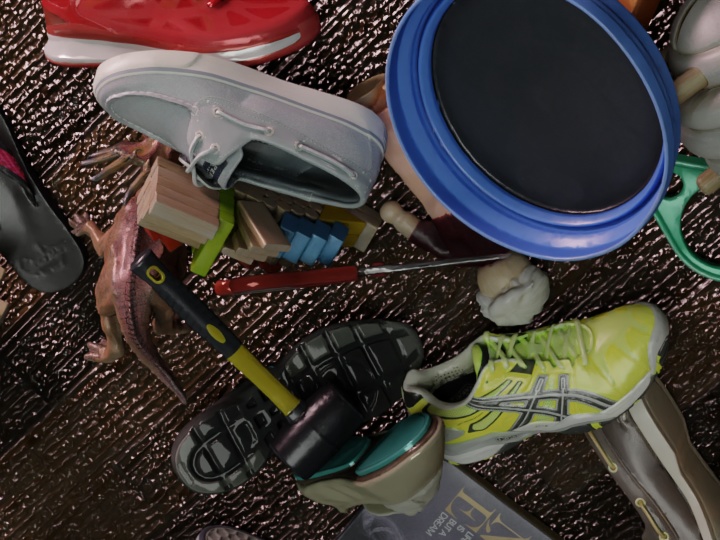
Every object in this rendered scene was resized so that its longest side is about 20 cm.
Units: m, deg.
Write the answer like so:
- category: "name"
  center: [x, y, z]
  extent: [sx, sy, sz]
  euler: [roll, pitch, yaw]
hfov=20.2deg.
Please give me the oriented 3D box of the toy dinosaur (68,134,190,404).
- category: "toy dinosaur"
  center: [-0.153, -0.013, 1.403]
  extent: [0.085, 0.201, 0.136]
  euler: [0, 155, -13]

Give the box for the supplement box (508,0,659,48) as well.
- category: "supplement box"
  center: [0.094, -0.206, 1.289]
  extent: [0.199, 0.069, 0.067]
  euler: [26, 99, 16]

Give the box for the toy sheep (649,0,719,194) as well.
- category: "toy sheep"
  center: [0.250, -0.119, 1.278]
  extent: [0.137, 0.138, 0.200]
  euler: [-27, 120, 21]

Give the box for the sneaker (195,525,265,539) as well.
- category: "sneaker"
  center: [-0.072, 0.299, 1.546]
  extent: [0.202, 0.077, 0.146]
  euler: [37, 112, -5]

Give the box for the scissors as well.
- category: "scissors"
  center: [0.000, 0.000, 1.380]
  extent: [0.198, 0.073, 0.014]
  euler: [-8, 86, -8]

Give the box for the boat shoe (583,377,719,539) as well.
- category: "boat shoe"
  center: [0.222, 0.167, 1.432]
  extent: [0.059, 0.072, 0.201]
  euler: [-26, 100, 27]

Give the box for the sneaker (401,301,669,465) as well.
- category: "sneaker"
  center: [0.120, 0.073, 1.402]
  extent: [0.199, 0.076, 0.076]
  euler: [-27, 135, 19]

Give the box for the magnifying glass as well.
- category: "magnifying glass"
  center: [0.203, -0.063, 1.371]
  extent: [0.199, 0.022, 0.080]
  euler: [35, 115, -2]

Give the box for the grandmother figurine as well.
- category: "grandmother figurine"
  center: [0.071, -0.048, 1.390]
  extent: [0.121, 0.061, 0.201]
  euler: [-13, 113, 46]

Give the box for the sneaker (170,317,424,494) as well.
- category: "sneaker"
  center: [-0.049, 0.088, 1.464]
  extent: [0.199, 0.079, 0.076]
  euler: [-27, 99, 0]

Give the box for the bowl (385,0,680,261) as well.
- category: "bowl"
  center: [0.109, -0.101, 1.267]
  extent: [0.200, 0.039, 0.202]
  euler: [21, 133, 25]

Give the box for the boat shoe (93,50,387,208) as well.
- category: "boat shoe"
  center: [-0.082, -0.089, 1.333]
  extent: [0.199, 0.072, 0.070]
  euler: [14, 148, -3]

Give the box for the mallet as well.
- category: "mallet"
  center: [-0.074, 0.053, 1.383]
  extent: [0.066, 0.041, 0.200]
  euler: [-38, 109, -4]

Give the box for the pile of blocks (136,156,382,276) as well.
- category: "pile of blocks"
  center: [-0.071, -0.018, 1.378]
  extent: [0.199, 0.082, 0.062]
  euler: [7, 126, -37]

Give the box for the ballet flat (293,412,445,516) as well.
- category: "ballet flat"
  center: [0.020, 0.143, 1.426]
  extent: [0.070, 0.069, 0.200]
  euler: [51, 156, -10]

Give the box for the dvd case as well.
- category: "dvd case"
  center: [0.083, 0.234, 1.519]
  extent: [0.200, 0.016, 0.149]
  euler: [37, 114, -4]

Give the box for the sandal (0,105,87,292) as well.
- category: "sandal"
  center: [-0.272, -0.066, 1.463]
  extent: [0.075, 0.045, 0.200]
  euler: [-33, 101, 23]

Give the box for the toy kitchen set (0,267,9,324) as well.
- category: "toy kitchen set"
  center: [-0.379, 0.078, 1.490]
  extent: [0.180, 0.201, 0.163]
  euler: [25, 156, 2]

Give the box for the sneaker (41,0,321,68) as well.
- category: "sneaker"
  center: [-0.128, -0.198, 1.362]
  extent: [0.198, 0.078, 0.116]
  euler: [-2, 112, 12]
